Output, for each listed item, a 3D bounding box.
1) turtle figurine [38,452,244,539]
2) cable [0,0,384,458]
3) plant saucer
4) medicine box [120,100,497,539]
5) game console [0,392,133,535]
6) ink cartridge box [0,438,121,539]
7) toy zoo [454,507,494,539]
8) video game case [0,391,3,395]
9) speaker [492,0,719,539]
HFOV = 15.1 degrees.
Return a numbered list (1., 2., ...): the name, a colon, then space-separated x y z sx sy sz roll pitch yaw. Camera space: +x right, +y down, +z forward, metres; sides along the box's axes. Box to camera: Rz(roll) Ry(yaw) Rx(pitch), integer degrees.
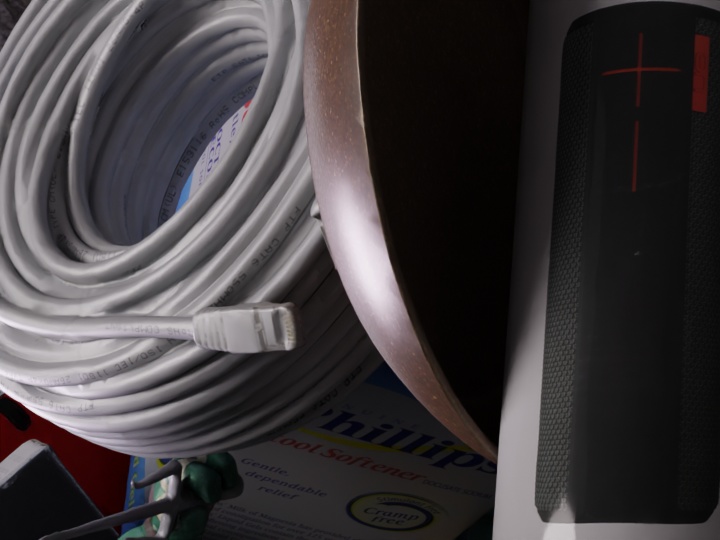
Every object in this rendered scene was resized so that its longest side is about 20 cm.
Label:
1. turtle figurine: -0.065 0.128 0.895 0.101 0.199 0.151 -163 86 -70
2. cable: -0.048 -0.039 0.864 0.199 0.069 0.201 -14 55 40
3. plant saucer: 0.033 -0.038 0.771 0.200 0.036 0.202 24 -117 -59
4. medicine box: 0.000 0.000 0.977 0.200 0.102 0.183 132 148 -55
5. game console: -0.087 0.130 1.072 0.172 0.200 0.119 -44 7 -38
6. ink cartridge box: -0.127 0.198 0.948 0.200 0.198 0.043 -40 5 -11
7. toy zoo: 0.030 0.179 0.949 0.131 0.020 0.202 151 128 -75
8. video game case: -0.089 0.126 1.189 0.023 0.200 0.182 -42 20 8
9. speaker: 0.079 0.002 0.723 0.081 0.081 0.201 126 152 -65
